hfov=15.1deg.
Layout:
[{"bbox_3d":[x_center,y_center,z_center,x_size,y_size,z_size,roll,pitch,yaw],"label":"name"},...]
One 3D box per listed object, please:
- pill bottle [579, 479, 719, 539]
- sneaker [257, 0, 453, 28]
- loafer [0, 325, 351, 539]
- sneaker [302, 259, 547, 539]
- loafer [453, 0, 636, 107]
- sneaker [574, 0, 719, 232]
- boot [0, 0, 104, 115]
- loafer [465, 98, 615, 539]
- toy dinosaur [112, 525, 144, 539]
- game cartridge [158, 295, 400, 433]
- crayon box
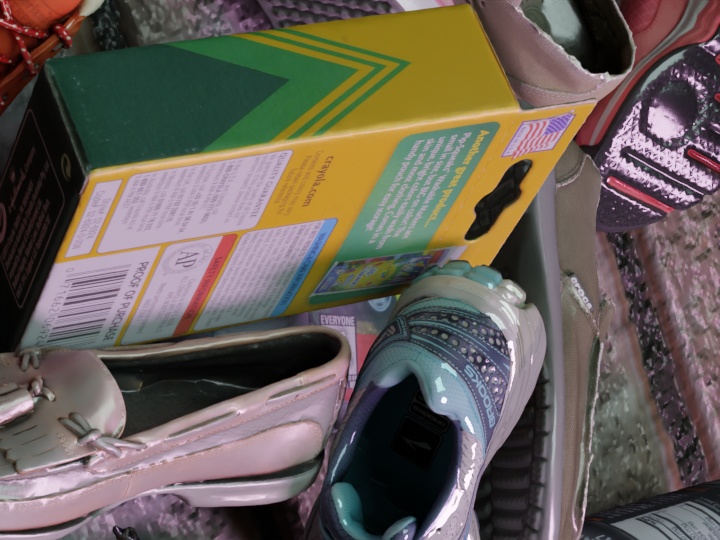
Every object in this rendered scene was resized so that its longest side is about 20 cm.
[{"bbox_3d":[0.124,0.152,1.164,0.199,0.106,0.107,-8,91,-46],"label":"pill bottle"},{"bbox_3d":[-0.012,-0.156,1.069,0.200,0.075,0.105,43,56,-16],"label":"sneaker"},{"bbox_3d":[-0.089,0.048,0.951,0.199,0.072,0.063,-3,132,-41],"label":"loafer"},{"bbox_3d":[0.007,0.096,1.024,0.086,0.077,0.201,-42,148,-59],"label":"sneaker"},{"bbox_3d":[0.060,-0.152,1.162,0.200,0.068,0.076,56,50,-25],"label":"loafer"},{"bbox_3d":[0.148,-0.108,1.249,0.074,0.087,0.201,32,87,-32],"label":"sneaker"},{"bbox_3d":[-0.145,-0.072,0.916,0.075,0.107,0.201,41,60,-37],"label":"boot"},{"bbox_3d":[0.076,0.032,1.102,0.069,0.075,0.201,12,76,-40],"label":"loafer"},{"bbox_3d":[-0.079,0.125,0.979,0.199,0.088,0.048,-11,70,-47],"label":"toy dinosaur"},{"bbox_3d":[0.000,0.000,1.107,0.199,0.041,0.134,3,79,-46],"label":"game cartridge"},{"bbox_3d":[-0.030,-0.032,0.973,0.199,0.126,0.052,-9,61,-28],"label":"crayon box"}]
